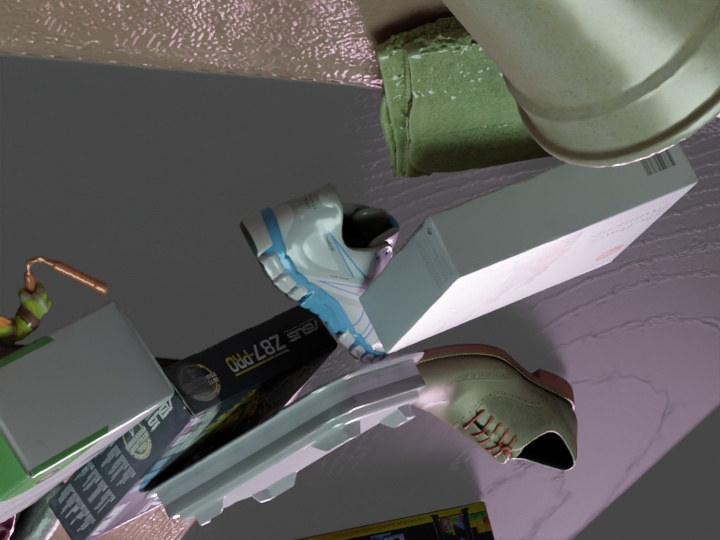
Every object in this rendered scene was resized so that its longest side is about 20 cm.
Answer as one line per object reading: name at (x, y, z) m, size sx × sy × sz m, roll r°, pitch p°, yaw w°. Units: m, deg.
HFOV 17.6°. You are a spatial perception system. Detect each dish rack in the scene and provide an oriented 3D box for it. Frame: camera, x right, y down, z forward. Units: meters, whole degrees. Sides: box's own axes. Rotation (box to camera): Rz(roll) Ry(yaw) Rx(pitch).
dish rack at (-0.047, 0.130, 1.733) m, size 0.200 × 0.044 × 0.172 m, roll -31°, pitch 172°, yaw 25°

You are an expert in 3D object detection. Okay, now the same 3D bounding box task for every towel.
towel at (0.109, -0.125, 1.530) m, size 0.199 × 0.037 × 0.149 m, roll -11°, pitch 148°, yaw -4°

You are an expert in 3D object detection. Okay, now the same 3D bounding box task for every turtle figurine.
turtle figurine at (-0.278, 0.048, 1.563) m, size 0.200 × 0.065 × 0.161 m, roll -3°, pitch 154°, yaw -37°

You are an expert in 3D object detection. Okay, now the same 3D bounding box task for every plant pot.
plant pot at (0.115, -0.190, 1.310) m, size 0.200 × 0.201 × 0.183 m, roll -32°, pitch 132°, yaw 26°

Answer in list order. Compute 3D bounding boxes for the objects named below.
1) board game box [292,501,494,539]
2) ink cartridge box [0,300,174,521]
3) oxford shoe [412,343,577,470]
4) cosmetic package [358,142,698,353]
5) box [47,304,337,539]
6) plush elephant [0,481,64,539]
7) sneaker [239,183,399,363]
board game box at (0.021, 0.288, 2.119) m, size 0.199 × 0.057 × 0.165 m, roll -11°, pitch 147°, yaw -5°
ink cartridge box at (-0.247, 0.120, 1.636) m, size 0.146 × 0.084 × 0.200 m, roll -30°, pitch 175°, yaw -45°
oxford shoe at (0.106, 0.111, 1.858) m, size 0.200 × 0.075 × 0.070 m, roll 15°, pitch 138°, yaw -38°
cosmetic package at (0.113, -0.021, 1.596) m, size 0.200 × 0.052 × 0.151 m, roll -21°, pitch 169°, yaw -25°
box at (-0.126, 0.115, 1.740) m, size 0.161 × 0.049 × 0.200 m, roll -22°, pitch 161°, yaw -45°
plush elephant at (-0.302, 0.223, 1.794) m, size 0.164 × 0.155 × 0.200 m, roll 1°, pitch 144°, yaw -23°
sneaker at (0.000, 0.000, 1.652) m, size 0.087 × 0.075 × 0.200 m, roll -32°, pitch 147°, yaw 11°
